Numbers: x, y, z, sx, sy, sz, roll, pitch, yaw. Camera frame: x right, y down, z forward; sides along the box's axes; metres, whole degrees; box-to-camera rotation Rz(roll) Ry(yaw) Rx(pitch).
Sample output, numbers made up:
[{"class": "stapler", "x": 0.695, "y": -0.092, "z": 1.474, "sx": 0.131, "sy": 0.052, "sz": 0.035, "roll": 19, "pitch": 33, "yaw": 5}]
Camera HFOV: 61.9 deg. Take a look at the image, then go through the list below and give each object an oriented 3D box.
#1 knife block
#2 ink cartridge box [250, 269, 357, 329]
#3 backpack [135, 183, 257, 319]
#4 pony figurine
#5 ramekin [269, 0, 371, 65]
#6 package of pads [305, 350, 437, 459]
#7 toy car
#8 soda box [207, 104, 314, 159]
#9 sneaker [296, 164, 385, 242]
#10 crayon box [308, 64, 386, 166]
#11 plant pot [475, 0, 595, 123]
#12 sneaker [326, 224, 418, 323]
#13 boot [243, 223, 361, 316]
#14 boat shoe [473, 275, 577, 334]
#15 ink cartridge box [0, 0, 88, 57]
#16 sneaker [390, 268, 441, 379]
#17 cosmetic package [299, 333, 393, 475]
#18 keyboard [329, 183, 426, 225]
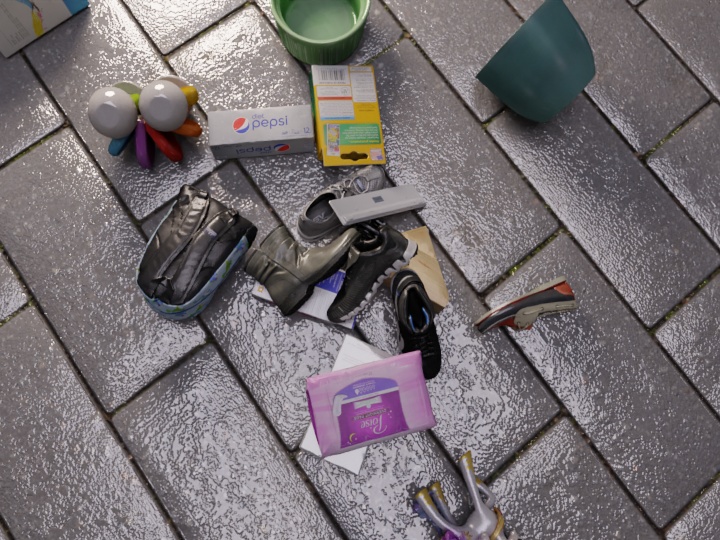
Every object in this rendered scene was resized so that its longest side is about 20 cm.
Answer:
[{"class": "knife block", "x": 0.051, "y": -0.004, "z": 1.080, "sx": 0.171, "sy": 0.064, "sz": 0.206, "roll": -16, "pitch": 78, "yaw": -6}, {"class": "ink cartridge box", "x": -0.091, "y": 0.031, "z": 1.079, "sx": 0.194, "sy": 0.037, "sz": 0.097, "roll": 18, "pitch": 76, "yaw": 4}, {"class": "backpack", "x": -0.294, "y": -0.015, "z": 1.035, "sx": 0.160, "sy": 0.155, "sz": 0.203, "roll": 28, "pitch": 55, "yaw": -2}, {"class": "pony figurine", "x": 0.173, "y": 0.426, "z": 0.954, "sx": 0.190, "sy": 0.168, "sz": 0.201, "roll": -32, "pitch": 64, "yaw": -17}, {"class": "ramekin", "x": -0.078, "y": -0.505, "z": 1.174, "sx": 0.193, "sy": 0.098, "sz": 0.207, "roll": 1, "pitch": 76, "yaw": -2}, {"class": "package of pads", "x": 0.016, "y": 0.208, "z": 0.940, "sx": 0.194, "sy": 0.076, "sz": 0.124, "roll": -12, "pitch": 79, "yaw": -10}, {"class": "toy car", "x": -0.383, "y": -0.264, "z": 1.087, "sx": 0.193, "sy": 0.176, "sz": 0.154, "roll": -9, "pitch": 113, "yaw": -5}, {"class": "soda box", "x": -0.184, "y": -0.260, "z": 1.127, "sx": 0.193, "sy": 0.064, "sz": 0.071, "roll": -6, "pitch": 76, "yaw": -4}, {"class": "sneaker", "x": -0.031, "y": -0.127, "z": 1.094, "sx": 0.199, "sy": 0.082, "sz": 0.075, "roll": -41, "pitch": 81, "yaw": -11}, {"class": "crayon box", "x": -0.027, "y": -0.285, "z": 1.140, "sx": 0.122, "sy": 0.052, "sz": 0.207, "roll": -4, "pitch": 76, "yaw": -14}, {"class": "plant pot", "x": 0.339, "y": -0.380, "z": 1.124, "sx": 0.161, "sy": 0.200, "sz": 0.201, "roll": 45, "pitch": 78, "yaw": -4}, {"class": "sneaker", "x": 0.000, "y": 0.000, "z": 1.008, "sx": 0.090, "sy": 0.067, "sz": 0.200, "roll": 40, "pitch": 105, "yaw": -22}, {"class": "boot", "x": -0.103, "y": -0.033, "z": 1.031, "sx": 0.199, "sy": 0.068, "sz": 0.131, "roll": -43, "pitch": 81, "yaw": 2}, {"class": "boat shoe", "x": 0.297, "y": 0.074, "z": 1.074, "sx": 0.195, "sy": 0.071, "sz": 0.064, "roll": -22, "pitch": 81, "yaw": -12}, {"class": "ink cartridge box", "x": -0.655, "y": -0.545, "z": 1.127, "sx": 0.198, "sy": 0.146, "sz": 0.148, "roll": -38, "pitch": 81, "yaw": -10}, {"class": "sneaker", "x": 0.095, "y": 0.107, "z": 0.997, "sx": 0.071, "sy": 0.112, "sz": 0.205, "roll": -17, "pitch": 105, "yaw": 0}, {"class": "cosmetic package", "x": -0.016, "y": 0.226, "z": 1.014, "sx": 0.110, "sy": 0.081, "sz": 0.204, "roll": 24, "pitch": 78, "yaw": 3}, {"class": "keyboard", "x": 0.035, "y": -0.122, "z": 1.085, "sx": 0.196, "sy": 0.011, "sz": 0.057, "roll": -16, "pitch": 56, "yaw": -35}]
